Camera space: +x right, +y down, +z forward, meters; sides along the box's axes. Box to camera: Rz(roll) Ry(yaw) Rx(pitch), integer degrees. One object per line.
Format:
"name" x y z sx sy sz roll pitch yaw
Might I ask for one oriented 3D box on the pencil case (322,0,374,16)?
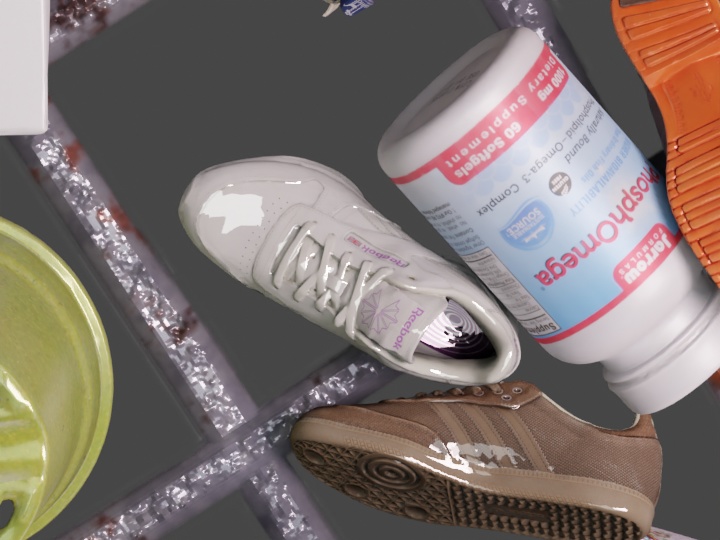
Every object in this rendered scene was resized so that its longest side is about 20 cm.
"pencil case" -0.049 -0.224 1.357 0.089 0.078 0.200 -40 102 17

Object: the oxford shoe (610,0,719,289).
"oxford shoe" 0.190 -0.067 1.379 0.071 0.073 0.200 -19 73 11

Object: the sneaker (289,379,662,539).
"sneaker" 0.064 0.095 1.438 0.200 0.070 0.076 13 58 4

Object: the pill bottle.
"pill bottle" 0.110 -0.023 1.393 0.109 0.109 0.200 -43 101 2

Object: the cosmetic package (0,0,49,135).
"cosmetic package" -0.197 -0.170 1.335 0.081 0.113 0.200 1 97 -7

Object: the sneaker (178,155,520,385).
"sneaker" 0.000 0.000 1.390 0.200 0.100 0.075 25 99 -9

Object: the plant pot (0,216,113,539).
"plant pot" -0.223 0.077 1.335 0.200 0.184 0.200 -1 100 -6

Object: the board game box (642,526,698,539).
"board game box" 0.194 0.256 1.484 0.200 0.041 0.200 17 97 -9
